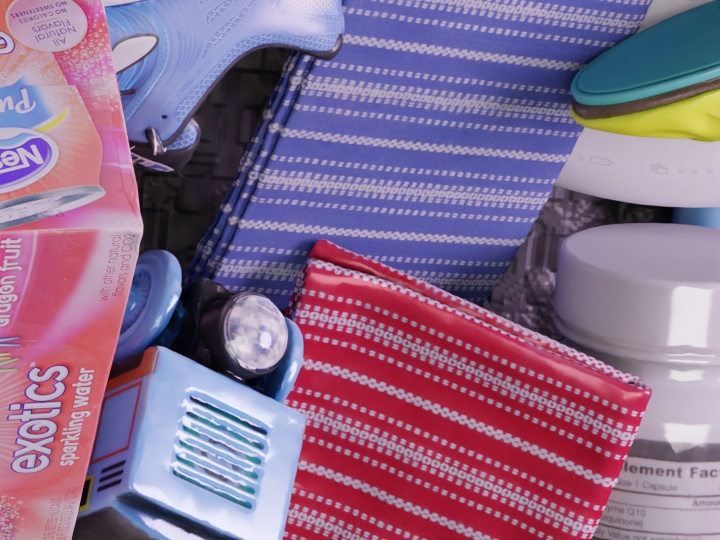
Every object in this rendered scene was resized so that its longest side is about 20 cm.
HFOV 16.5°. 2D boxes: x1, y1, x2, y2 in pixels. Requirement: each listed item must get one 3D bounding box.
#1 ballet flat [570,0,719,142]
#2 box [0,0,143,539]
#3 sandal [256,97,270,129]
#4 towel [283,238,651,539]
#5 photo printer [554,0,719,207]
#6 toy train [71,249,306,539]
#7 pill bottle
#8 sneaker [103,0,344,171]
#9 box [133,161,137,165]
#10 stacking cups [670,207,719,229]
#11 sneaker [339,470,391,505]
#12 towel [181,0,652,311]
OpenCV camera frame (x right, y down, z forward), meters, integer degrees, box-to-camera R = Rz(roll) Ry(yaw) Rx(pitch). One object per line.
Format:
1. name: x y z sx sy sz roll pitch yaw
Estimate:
1. ballet flat: 0.178 -0.084 0.930 0.200 0.067 0.067 -28 116 2
2. box: -0.137 0.009 0.787 0.102 0.095 0.200 -1 145 -17
3. sandal: 0.001 -0.001 1.040 0.080 0.057 0.201 -11 122 -6
4. towel: 0.012 0.102 0.969 0.144 0.022 0.200 24 113 4
5. photo printer: 0.133 -0.126 0.997 0.166 0.069 0.200 3 97 11
6. toy train: -0.099 0.068 0.936 0.087 0.200 0.114 30 57 -29
7. pill bottle: 0.122 0.088 1.004 0.114 0.114 0.200 0 105 -9
8. sneaker: -0.095 -0.066 0.831 0.200 0.079 0.089 -21 104 -5
9. box: -0.189 -0.108 0.929 0.166 0.164 0.200 -30 108 -2
10. stacking cups: 0.155 -0.032 1.069 0.060 0.061 0.200 4 99 -11
11. sneaker: 0.030 0.126 1.054 0.077 0.084 0.200 -29 129 11
12. towel: 0.027 -0.065 0.937 0.145 0.024 0.200 3 128 -34
